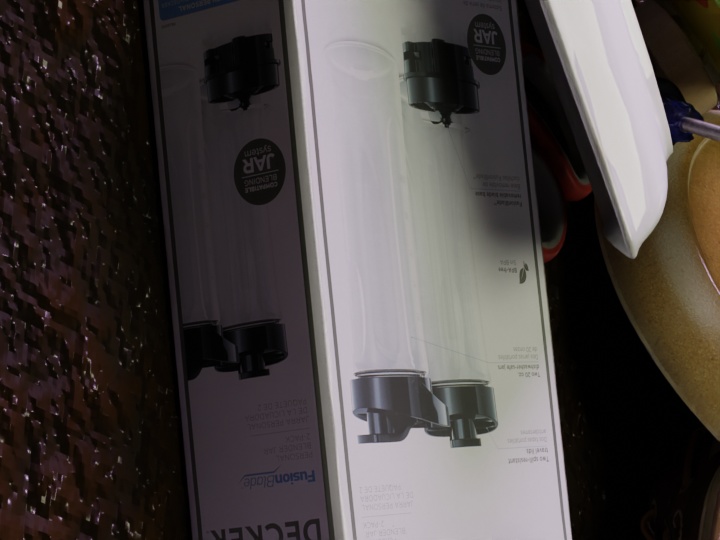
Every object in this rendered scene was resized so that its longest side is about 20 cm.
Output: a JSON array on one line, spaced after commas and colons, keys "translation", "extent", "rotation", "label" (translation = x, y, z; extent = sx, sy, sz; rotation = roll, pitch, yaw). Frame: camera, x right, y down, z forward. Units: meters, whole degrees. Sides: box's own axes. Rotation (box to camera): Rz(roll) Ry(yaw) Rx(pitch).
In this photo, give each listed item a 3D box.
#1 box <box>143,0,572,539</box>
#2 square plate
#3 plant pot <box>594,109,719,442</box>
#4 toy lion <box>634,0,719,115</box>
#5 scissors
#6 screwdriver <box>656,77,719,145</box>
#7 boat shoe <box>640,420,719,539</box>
[{"translation": [0.000, 0.000, 0.889], "extent": [0.116, 0.060, 0.201], "rotation": [-1, 82, -52], "label": "box"}, {"translation": [0.062, -0.106, 0.950], "extent": [0.200, 0.028, 0.199], "rotation": [-56, 127, -86], "label": "square plate"}, {"translation": [0.173, 0.014, 1.105], "extent": [0.199, 0.027, 0.201], "rotation": [27, 38, -23], "label": "plant pot"}, {"translation": [0.114, -0.123, 1.020], "extent": [0.192, 0.069, 0.200], "rotation": [57, -2, -31], "label": "toy lion"}, {"translation": [0.028, -0.082, 1.010], "extent": [0.200, 0.014, 0.073], "rotation": [52, 44, -35], "label": "scissors"}, {"translation": [0.119, -0.045, 1.005], "extent": [0.029, 0.200, 0.028], "rotation": [32, 89, -22], "label": "screwdriver"}, {"translation": [0.142, 0.089, 1.084], "extent": [0.072, 0.072, 0.200], "rotation": [35, 37, -14], "label": "boat shoe"}]
